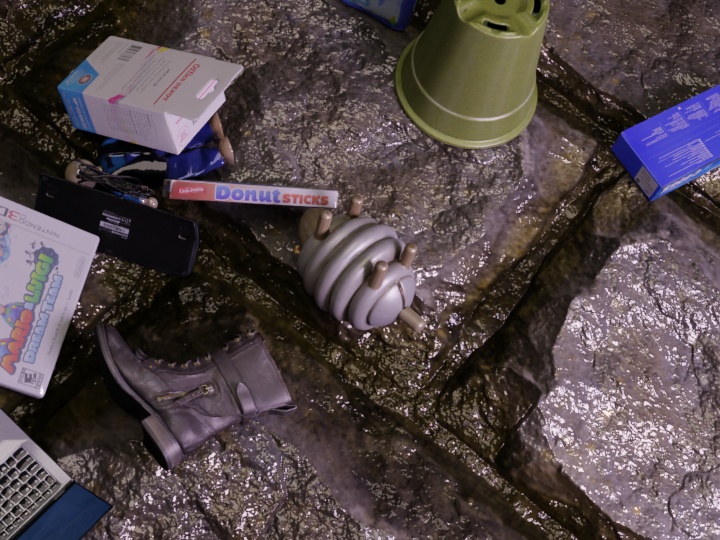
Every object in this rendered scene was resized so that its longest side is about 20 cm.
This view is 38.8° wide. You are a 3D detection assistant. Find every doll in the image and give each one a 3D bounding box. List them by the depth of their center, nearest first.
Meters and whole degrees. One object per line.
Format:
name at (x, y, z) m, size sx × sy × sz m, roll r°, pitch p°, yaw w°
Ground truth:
doll at (-0.263, -0.139, 1.257) m, size 0.200 × 0.048 × 0.137 m, roll -19°, pitch 69°, yaw -12°

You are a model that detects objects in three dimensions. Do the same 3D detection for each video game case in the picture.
video game case at (-0.405, 0.019, 1.131) m, size 0.182 × 0.024 × 0.200 m, roll 24°, pitch 66°, yaw -24°

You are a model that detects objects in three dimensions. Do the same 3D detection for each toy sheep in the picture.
toy sheep at (0.000, 0.000, 1.186) m, size 0.138 × 0.138 × 0.200 m, roll -34°, pitch 65°, yaw -21°

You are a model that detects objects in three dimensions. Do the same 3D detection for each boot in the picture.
boot at (-0.187, 0.113, 1.151) m, size 0.174 × 0.069 × 0.200 m, roll -30°, pitch 77°, yaw -26°

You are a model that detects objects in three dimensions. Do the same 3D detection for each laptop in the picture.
laptop at (-0.380, 0.248, 1.022) m, size 0.200 × 0.116 × 0.187 m, roll 41°, pitch 66°, yaw 11°

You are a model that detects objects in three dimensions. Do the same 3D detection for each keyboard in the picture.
keyboard at (-0.283, -0.069, 1.214) m, size 0.200 × 0.104 × 0.040 m, roll 18°, pitch 23°, yaw -1°

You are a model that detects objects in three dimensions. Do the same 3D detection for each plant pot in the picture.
plant pot at (0.158, -0.291, 1.314) m, size 0.200 × 0.190 × 0.200 m, roll 4°, pitch 64°, yaw -8°

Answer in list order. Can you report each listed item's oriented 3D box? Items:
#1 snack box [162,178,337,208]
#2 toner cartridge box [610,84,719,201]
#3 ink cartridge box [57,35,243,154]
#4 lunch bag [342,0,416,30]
snack box at (-0.132, -0.092, 1.225) m, size 0.200 × 0.072 × 0.024 m, roll 2°, pitch 96°, yaw -18°
toner cartridge box at (0.448, -0.177, 1.386) m, size 0.200 × 0.043 × 0.095 m, roll -26°, pitch 72°, yaw -18°
ink cartridge box at (-0.246, -0.210, 1.239) m, size 0.200 × 0.068 × 0.115 m, roll 16°, pitch 51°, yaw 21°
lunch bag at (0.022, -0.446, 1.375) m, size 0.127 × 0.170 × 0.200 m, roll -28°, pitch 74°, yaw -20°
